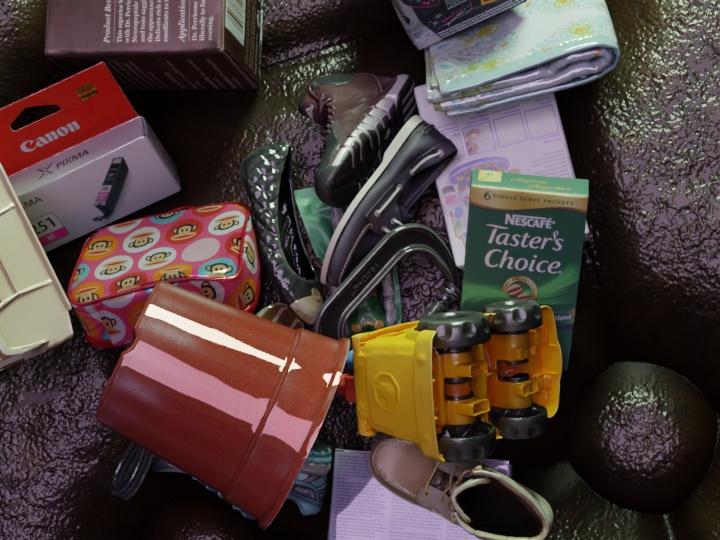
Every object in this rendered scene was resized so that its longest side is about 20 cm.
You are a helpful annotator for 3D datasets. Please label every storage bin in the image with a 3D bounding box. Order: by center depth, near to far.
[{"bbox_3d":[-0.412,0.012,1.535,0.093,0.199,0.200,-28,94,-37],"label":"storage bin"}]

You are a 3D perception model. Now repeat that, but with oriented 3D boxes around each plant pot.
[{"bbox_3d":[-0.139,0.117,1.405,0.194,0.201,0.202,25,88,-5],"label":"plant pot"}]

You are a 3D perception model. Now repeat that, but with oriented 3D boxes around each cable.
[{"bbox_3d":[-0.204,0.148,1.546,0.097,0.050,0.202,-6,66,46],"label":"cable"}]

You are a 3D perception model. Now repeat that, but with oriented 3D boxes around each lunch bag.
[{"bbox_3d":[-0.204,-0.006,1.553,0.198,0.082,0.177,-9,37,10],"label":"lunch bag"}]

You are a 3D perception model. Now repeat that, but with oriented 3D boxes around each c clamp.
[{"bbox_3d":[0.037,0.056,1.522,0.171,0.027,0.200,38,89,-29],"label":"c clamp"}]

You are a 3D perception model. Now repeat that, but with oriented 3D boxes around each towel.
[{"bbox_3d":[0.161,-0.241,1.515,0.198,0.048,0.172,-13,40,9],"label":"towel"}]

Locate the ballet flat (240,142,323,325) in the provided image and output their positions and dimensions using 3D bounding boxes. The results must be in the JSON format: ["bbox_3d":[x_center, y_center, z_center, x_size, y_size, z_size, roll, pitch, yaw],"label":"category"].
[{"bbox_3d":[-0.076,-0.040,1.546,0.056,0.066,0.202,-21,82,20],"label":"ballet flat"}]

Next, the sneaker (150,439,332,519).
[{"bbox_3d":[-0.130,0.222,1.544,0.198,0.078,0.087,2,90,12],"label":"sneaker"}]

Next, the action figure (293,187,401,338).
[{"bbox_3d":[0.000,0.000,1.561,0.117,0.055,0.202,-11,84,9],"label":"action figure"}]

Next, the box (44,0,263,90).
[{"bbox_3d":[-0.218,-0.292,1.574,0.198,0.164,0.168,1,84,10],"label":"box"}]

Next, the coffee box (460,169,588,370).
[{"bbox_3d":[0.163,0.000,1.484,0.122,0.044,0.202,7,117,6],"label":"coffee box"}]

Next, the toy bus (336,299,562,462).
[{"bbox_3d":[0.077,0.102,1.448,0.191,0.199,0.137,1,99,45],"label":"toy bus"}]

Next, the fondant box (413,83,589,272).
[{"bbox_3d":[0.150,-0.113,1.546,0.143,0.058,0.202,-14,80,8],"label":"fondant box"}]

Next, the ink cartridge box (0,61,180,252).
[{"bbox_3d":[-0.319,-0.114,1.570,0.199,0.174,0.044,-24,48,6],"label":"ink cartridge box"}]

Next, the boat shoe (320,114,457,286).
[{"bbox_3d":[0.029,-0.062,1.500,0.062,0.073,0.201,31,86,10],"label":"boat shoe"}]

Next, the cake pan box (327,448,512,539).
[{"bbox_3d":[0.064,0.283,1.516,0.198,0.052,0.186,2,85,10],"label":"cake pan box"}]

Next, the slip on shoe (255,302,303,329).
[{"bbox_3d":[-0.136,0.118,1.532,0.076,0.061,0.201,39,69,-9],"label":"slip on shoe"}]

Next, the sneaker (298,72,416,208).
[{"bbox_3d":[-0.028,-0.145,1.547,0.115,0.076,0.200,16,45,22],"label":"sneaker"}]

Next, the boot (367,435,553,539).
[{"bbox_3d":[0.093,0.212,1.416,0.199,0.155,0.073,23,87,10],"label":"boot"}]

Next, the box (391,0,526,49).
[{"bbox_3d":[0.072,-0.356,1.521,0.131,0.115,0.201,-23,52,6],"label":"box"}]
